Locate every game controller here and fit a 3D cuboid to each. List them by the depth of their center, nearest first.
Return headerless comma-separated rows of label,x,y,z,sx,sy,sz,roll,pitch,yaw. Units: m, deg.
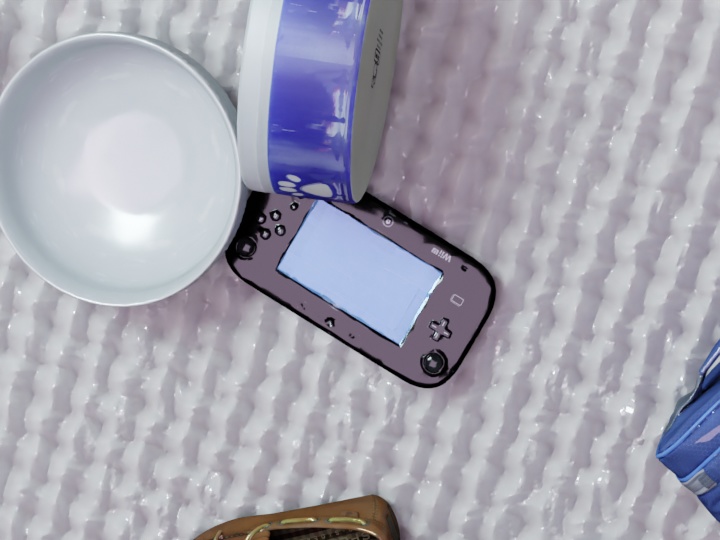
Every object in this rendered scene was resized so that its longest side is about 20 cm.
game controller,0.000,0.000,1.423,0.199,0.042,0.105,31,104,4

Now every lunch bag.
lunch bag,0.302,0.087,1.329,0.132,0.136,0.200,42,104,1

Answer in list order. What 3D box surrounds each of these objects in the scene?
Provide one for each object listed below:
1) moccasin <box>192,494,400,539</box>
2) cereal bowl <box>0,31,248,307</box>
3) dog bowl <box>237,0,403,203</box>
moccasin,-0.067,0.226,1.455,0.199,0.078,0.074,-11,97,13
cereal bowl,-0.173,-0.078,1.423,0.198,0.083,0.202,2,100,11
dog bowl,-0.024,-0.149,1.322,0.078,0.200,0.202,9,101,7
